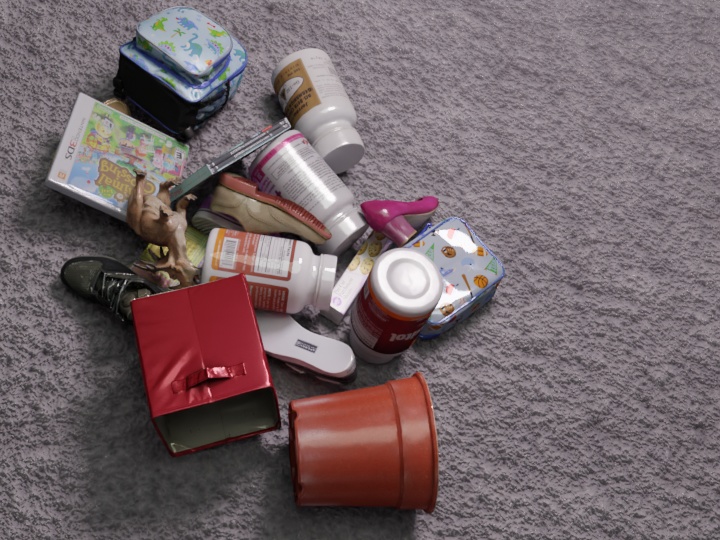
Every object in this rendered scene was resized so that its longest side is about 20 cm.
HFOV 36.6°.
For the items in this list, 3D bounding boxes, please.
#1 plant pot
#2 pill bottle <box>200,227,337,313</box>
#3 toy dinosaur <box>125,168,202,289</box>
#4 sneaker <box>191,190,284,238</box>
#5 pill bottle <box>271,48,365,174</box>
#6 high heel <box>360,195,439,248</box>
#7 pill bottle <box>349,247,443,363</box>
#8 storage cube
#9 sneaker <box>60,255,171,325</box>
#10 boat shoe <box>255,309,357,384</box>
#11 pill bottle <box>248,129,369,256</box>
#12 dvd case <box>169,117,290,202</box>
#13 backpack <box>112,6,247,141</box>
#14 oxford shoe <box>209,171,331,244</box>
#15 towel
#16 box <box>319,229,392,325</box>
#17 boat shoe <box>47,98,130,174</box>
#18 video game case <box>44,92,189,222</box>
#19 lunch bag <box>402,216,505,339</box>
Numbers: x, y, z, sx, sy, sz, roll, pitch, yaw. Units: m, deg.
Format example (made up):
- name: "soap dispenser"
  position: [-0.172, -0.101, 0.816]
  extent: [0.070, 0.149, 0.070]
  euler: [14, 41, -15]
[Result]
- name: "plant pot"
  position: [-0.003, 0.254, 1.560]
  extent: [0.193, 0.201, 0.203]
  euler: [-4, 61, -8]
- name: "pill bottle"
  position: [-0.139, 0.005, 1.666]
  extent: [0.197, 0.113, 0.113]
  euler: [9, 58, -3]
- name: "toy dinosaur"
  position: [-0.314, -0.068, 1.657]
  extent: [0.085, 0.136, 0.200]
  euler: [-4, 42, -46]
- name: "sneaker"
  position: [-0.161, -0.076, 1.769]
  extent: [0.199, 0.073, 0.115]
  euler: [30, 54, 3]
- name: "pill bottle"
  position: [-0.070, -0.272, 1.880]
  extent: [0.113, 0.115, 0.201]
  euler: [-15, 66, -23]
- name: "high heel"
  position: [0.069, -0.109, 1.815]
  extent: [0.096, 0.067, 0.200]
  euler: [44, 25, 0]
- name: "pill bottle"
  position: [0.047, 0.061, 1.669]
  extent: [0.112, 0.201, 0.114]
  euler: [7, 59, -12]
- name: "storage cube"
  position: [-0.216, 0.135, 1.546]
  extent: [0.169, 0.201, 0.181]
  euler: [-14, 63, -6]
- name: "sneaker"
  position: [-0.360, 0.028, 1.619]
  extent: [0.198, 0.114, 0.077]
  euler: [26, 85, 4]
- name: "boat shoe"
  position: [-0.092, 0.121, 1.677]
  extent: [0.198, 0.068, 0.072]
  euler: [19, 62, 22]
- name: "pill bottle"
  position: [-0.082, -0.121, 1.786]
  extent: [0.113, 0.114, 0.200]
  euler: [-36, 81, -30]
- name: "dvd case"
  position: [-0.216, -0.174, 1.745]
  extent: [0.200, 0.145, 0.022]
  euler: [-38, 99, -45]
- name: "backpack"
  position: [-0.289, -0.348, 1.832]
  extent: [0.182, 0.148, 0.200]
  euler: [35, 42, 8]
- name: "oxford shoe"
  position: [-0.141, -0.081, 1.704]
  extent: [0.198, 0.070, 0.075]
  euler: [27, 98, 3]
- name: "towel"
  position: [-0.260, 0.010, 1.719]
  extent: [0.199, 0.023, 0.144]
  euler: [30, 57, 2]
- name: "box"
  position: [0.000, 0.000, 1.787]
  extent: [0.041, 0.039, 0.201]
  euler: [32, 57, 5]
- name: "boat shoe"
  position: [-0.436, -0.215, 1.773]
  extent: [0.071, 0.065, 0.201]
  euler: [27, 57, 1]
- name: "video game case"
  position: [-0.381, -0.168, 1.729]
  extent: [0.199, 0.022, 0.184]
  euler: [25, 53, -23]
- name: "lunch bag"
  position: [0.132, 0.007, 1.801]
  extent: [0.199, 0.076, 0.160]
  euler: [-33, 71, -28]
